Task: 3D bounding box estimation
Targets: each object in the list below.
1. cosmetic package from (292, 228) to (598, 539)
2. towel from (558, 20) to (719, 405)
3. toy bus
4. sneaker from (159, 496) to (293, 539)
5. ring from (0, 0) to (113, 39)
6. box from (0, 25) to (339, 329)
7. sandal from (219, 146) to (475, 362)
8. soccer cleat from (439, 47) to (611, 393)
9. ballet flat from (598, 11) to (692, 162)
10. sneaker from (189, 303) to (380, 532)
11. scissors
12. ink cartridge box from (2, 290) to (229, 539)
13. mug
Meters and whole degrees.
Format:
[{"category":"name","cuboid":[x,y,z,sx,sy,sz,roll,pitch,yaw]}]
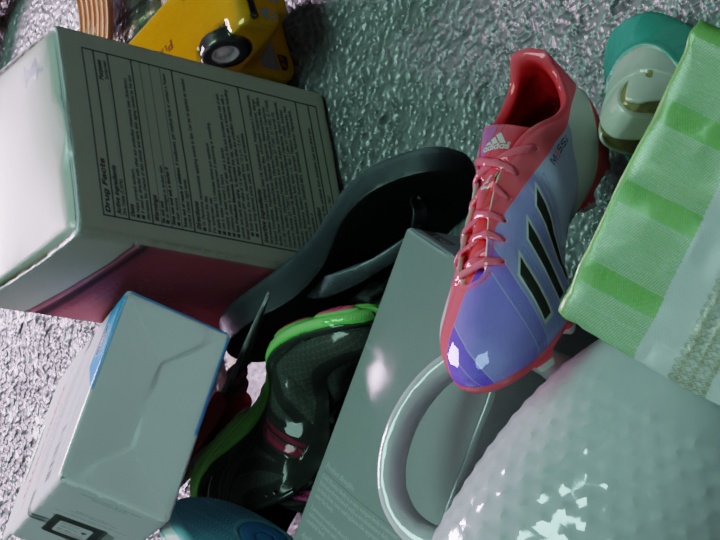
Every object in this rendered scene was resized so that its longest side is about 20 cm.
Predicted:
[{"category":"cosmetic package","cuboid":[0.049,0.090,1.142,0.107,0.090,0.201,37,109,46]},{"category":"towel","cuboid":[0.199,0.003,0.922,0.199,0.031,0.150,31,111,14]},{"category":"toy bus","cuboid":[-0.108,-0.114,1.359,0.200,0.078,0.065,-42,52,37]},{"category":"sneaker","cuboid":[-0.054,0.226,1.208,0.200,0.079,0.131,40,118,21]},{"category":"ring","cuboid":[-0.229,-0.152,1.553,0.200,0.019,0.202,-9,78,49]},{"category":"box","cuboid":[-0.118,-0.043,1.267,0.109,0.199,0.129,-31,60,41]},{"category":"sandal","cuboid":[0.000,0.000,1.218,0.200,0.076,0.043,-44,53,37]},{"category":"soccer cleat","cuboid":[0.071,-0.024,1.034,0.066,0.077,0.200,-13,33,31]},{"category":"ballet flat","cuboid":[0.155,-0.058,1.051,0.067,0.070,0.201,-55,47,32]},{"category":"sneaker","cuboid":[-0.027,0.093,1.245,0.084,0.076,0.200,58,136,30]},{"category":"scissors","cuboid":[-0.070,0.061,1.264,0.014,0.073,0.200,40,133,13]},{"category":"ink cartridge box","cuboid":[-0.145,0.101,1.274,0.200,0.066,0.116,137,153,-65]},{"category":"mug","cuboid":[0.096,0.112,1.019,0.199,0.148,0.176,31,94,25]}]
